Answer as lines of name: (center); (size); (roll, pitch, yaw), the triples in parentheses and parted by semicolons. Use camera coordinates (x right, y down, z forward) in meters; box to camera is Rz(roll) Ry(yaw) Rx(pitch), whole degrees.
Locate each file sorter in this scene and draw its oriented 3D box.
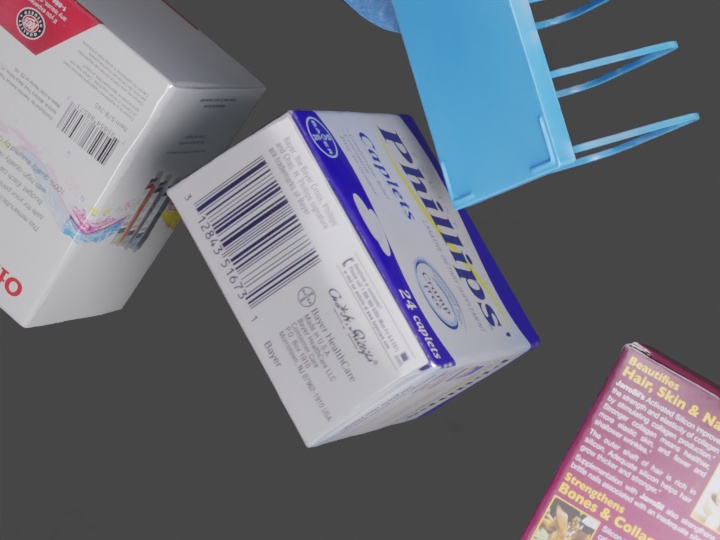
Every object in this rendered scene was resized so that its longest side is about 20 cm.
file sorter: (0.109, -0.159, 1.542); (0.139, 0.122, 0.202); (-21, 85, 64)

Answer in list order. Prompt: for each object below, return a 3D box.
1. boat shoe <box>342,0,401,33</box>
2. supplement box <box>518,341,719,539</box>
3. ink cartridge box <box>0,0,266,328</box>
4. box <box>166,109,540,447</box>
boat shoe: (-0.023, -0.225, 1.648); (0.084, 0.069, 0.200); (-42, 80, 22)
supplement box: (0.181, 0.164, 1.545); (0.130, 0.103, 0.201); (31, 94, 19)
ink cartridge box: (-0.194, -0.085, 1.686); (0.145, 0.144, 0.201); (40, 107, 16)
box: (0.000, 0.000, 1.578); (0.105, 0.200, 0.185); (-33, 81, 20)
